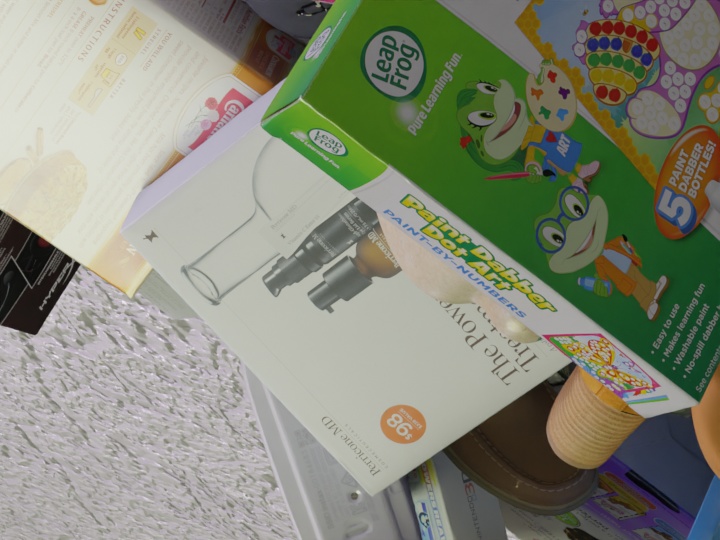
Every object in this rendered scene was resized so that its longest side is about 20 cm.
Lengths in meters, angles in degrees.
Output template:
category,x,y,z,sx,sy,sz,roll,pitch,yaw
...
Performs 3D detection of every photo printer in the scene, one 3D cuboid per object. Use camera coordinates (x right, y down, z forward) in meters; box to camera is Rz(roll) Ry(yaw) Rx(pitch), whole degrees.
category,x,y,z,sx,sy,sz,roll,pitch,yaw
photo printer,-0.018,0.093,1.337,0.200,0.069,0.167,-104,-5,-83

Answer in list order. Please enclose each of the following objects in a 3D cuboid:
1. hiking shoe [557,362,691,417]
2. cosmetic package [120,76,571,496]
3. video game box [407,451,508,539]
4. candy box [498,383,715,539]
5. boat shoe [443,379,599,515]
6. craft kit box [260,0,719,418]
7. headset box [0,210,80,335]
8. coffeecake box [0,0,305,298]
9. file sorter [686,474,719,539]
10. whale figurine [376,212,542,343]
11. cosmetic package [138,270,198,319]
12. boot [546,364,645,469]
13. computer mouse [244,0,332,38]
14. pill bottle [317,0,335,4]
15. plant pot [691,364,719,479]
category,x,y,z,sx,sy,sz,roll,pitch,yaw
hiking shoe,0.139,0.027,1.208,0.101,0.076,0.200,32,159,-11
cosmetic package,0.000,0.000,1.164,0.151,0.052,0.200,-36,107,24
video game box,0.024,0.137,1.473,0.182,0.047,0.200,-8,97,64
candy box,0.175,0.143,1.411,0.168,0.072,0.200,37,156,-15
boat shoe,0.063,0.055,1.303,0.200,0.071,0.065,48,157,25
craft kit box,0.091,-0.080,0.885,0.197,0.200,0.049,35,157,-13
headset box,-0.265,-0.045,1.276,0.149,0.075,0.200,35,-174,27
coffeecake box,-0.155,-0.107,1.200,0.200,0.073,0.154,35,116,-9
file sorter,0.243,0.168,1.215,0.123,0.200,0.139,19,155,21
whale figurine,0.078,-0.048,1.018,0.200,0.104,0.159,14,118,65
cosmetic package,-0.061,-0.035,1.299,0.074,0.102,0.200,39,155,-23
boot,0.146,-0.014,1.033,0.071,0.201,0.144,26,134,-4
computer mouse,-0.018,-0.157,1.060,0.200,0.046,0.140,7,149,45
pill bottle,-0.057,-0.177,0.953,0.200,0.113,0.113,15,153,38
plant pot,0.245,0.062,1.027,0.200,0.200,0.140,45,171,-31
